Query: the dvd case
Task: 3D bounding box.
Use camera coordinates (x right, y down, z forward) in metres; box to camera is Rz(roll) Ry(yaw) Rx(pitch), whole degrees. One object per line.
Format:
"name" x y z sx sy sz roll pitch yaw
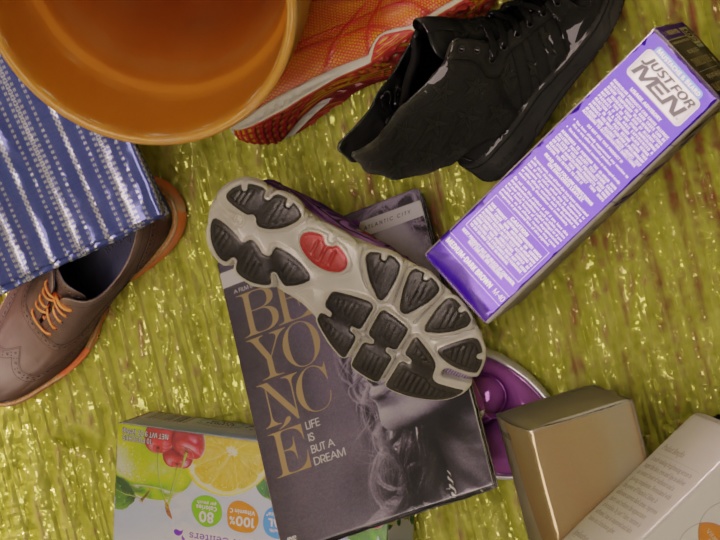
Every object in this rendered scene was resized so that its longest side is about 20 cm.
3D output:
"dvd case" -0.004 0.064 1.581 0.148 0.016 0.201 -20 71 17

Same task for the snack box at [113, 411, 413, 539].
"snack box" -0.066 0.177 1.636 0.199 0.053 0.143 6 99 22

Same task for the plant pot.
"plant pot" -0.114 -0.207 1.525 0.199 0.184 0.201 7 121 11

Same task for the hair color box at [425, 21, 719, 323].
"hair color box" 0.138 -0.062 1.520 0.200 0.109 0.065 -43 85 17

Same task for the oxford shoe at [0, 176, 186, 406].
"oxford shoe" -0.202 0.015 1.654 0.071 0.073 0.200 42 107 7

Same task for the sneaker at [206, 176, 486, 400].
"sneaker" 0.000 0.000 1.548 0.200 0.083 0.081 38 112 10

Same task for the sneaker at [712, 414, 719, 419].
"sneaker" 0.270 0.122 1.521 0.199 0.078 0.090 -22 94 19

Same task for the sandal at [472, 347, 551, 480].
"sandal" 0.037 0.072 1.599 0.202 0.050 0.083 32 105 11

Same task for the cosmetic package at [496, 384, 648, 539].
"cosmetic package" 0.150 0.179 1.538 0.071 0.105 0.201 -16 94 -7

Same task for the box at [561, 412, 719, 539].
"box" 0.188 0.209 1.439 0.200 0.106 0.152 -42 99 -5

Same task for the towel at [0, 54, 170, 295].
"towel" -0.235 -0.062 1.604 0.199 0.024 0.146 -23 95 19

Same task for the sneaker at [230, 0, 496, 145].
"sneaker" -0.007 -0.152 1.577 0.199 0.073 0.078 -23 75 14

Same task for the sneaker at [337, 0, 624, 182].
"sneaker" 0.077 -0.132 1.517 0.104 0.060 0.201 30 94 -30
